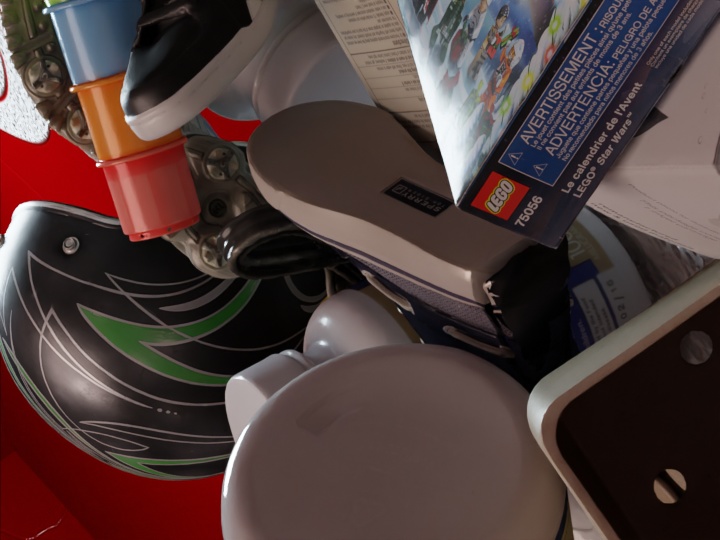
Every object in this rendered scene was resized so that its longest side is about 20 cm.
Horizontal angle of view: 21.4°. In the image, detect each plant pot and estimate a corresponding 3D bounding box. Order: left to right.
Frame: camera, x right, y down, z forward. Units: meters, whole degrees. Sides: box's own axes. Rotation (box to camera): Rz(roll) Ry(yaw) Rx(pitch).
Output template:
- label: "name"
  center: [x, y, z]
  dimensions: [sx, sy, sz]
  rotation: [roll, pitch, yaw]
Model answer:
- label: "plant pot"
  center: [0.177, 0.071, 0.717]
  dimensions: [0.200, 0.199, 0.177]
  rotation: [56, 174, -6]

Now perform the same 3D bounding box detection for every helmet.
- label: "helmet"
  center: [-0.115, 0.027, 1.129]
  dimensions: [0.200, 0.190, 0.200]
  rotation: [44, 154, 28]

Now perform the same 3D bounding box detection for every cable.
- label: "cable"
  center: [0.000, 0.000, 0.983]
  dimensions: [0.051, 0.097, 0.200]
  rotation: [68, -168, 15]

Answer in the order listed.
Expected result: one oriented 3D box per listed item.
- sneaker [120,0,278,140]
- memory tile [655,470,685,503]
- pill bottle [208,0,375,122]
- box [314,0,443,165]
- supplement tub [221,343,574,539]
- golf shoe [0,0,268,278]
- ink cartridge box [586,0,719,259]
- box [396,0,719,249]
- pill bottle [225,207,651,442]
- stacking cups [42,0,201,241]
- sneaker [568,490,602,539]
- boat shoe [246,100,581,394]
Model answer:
- label: "sneaker"
  center: [-0.086, -0.160, 0.888]
  dimensions: [0.073, 0.200, 0.112]
  rotation: [-18, 124, 42]
- label: "memory tile"
  center: [0.191, 0.106, 1.004]
  dimensions: [0.200, 0.017, 0.154]
  rotation: [22, 144, 58]
- label: "pill bottle"
  center: [-0.071, -0.152, 1.034]
  dimensions: [0.200, 0.111, 0.112]
  rotation: [43, 159, 29]
- label: "box"
  center: [0.028, -0.138, 0.863]
  dimensions: [0.200, 0.078, 0.095]
  rotation: [59, 162, -16]
- label: "supplement tub"
  center: [0.026, 0.146, 0.838]
  dimensions: [0.145, 0.145, 0.201]
  rotation: [39, 154, 38]
- label: "golf shoe"
  center: [-0.123, -0.082, 1.001]
  dimensions: [0.200, 0.078, 0.097]
  rotation: [55, 172, -13]
- label: "ink cartridge box"
  center: [0.148, -0.079, 0.537]
  dimensions: [0.085, 0.146, 0.200]
  rotation: [22, 173, -24]
- label: "box"
  center: [0.063, -0.119, 0.606]
  dimensions: [0.040, 0.137, 0.200]
  rotation: [21, -151, -21]
- label: "pill bottle"
  center: [0.039, 0.052, 0.959]
  dimensions: [0.120, 0.199, 0.120]
  rotation: [47, 151, 36]
- label: "stacking cups"
  center: [-0.119, -0.115, 0.921]
  dimensions: [0.060, 0.060, 0.201]
  rotation: [4, 115, 67]
- label: "sneaker"
  center: [0.102, 0.141, 1.144]
  dimensions: [0.200, 0.099, 0.078]
  rotation: [51, 177, 19]
- label: "boat shoe"
  center: [0.022, -0.005, 0.871]
  dimensions: [0.200, 0.075, 0.093]
  rotation: [35, 150, 47]
